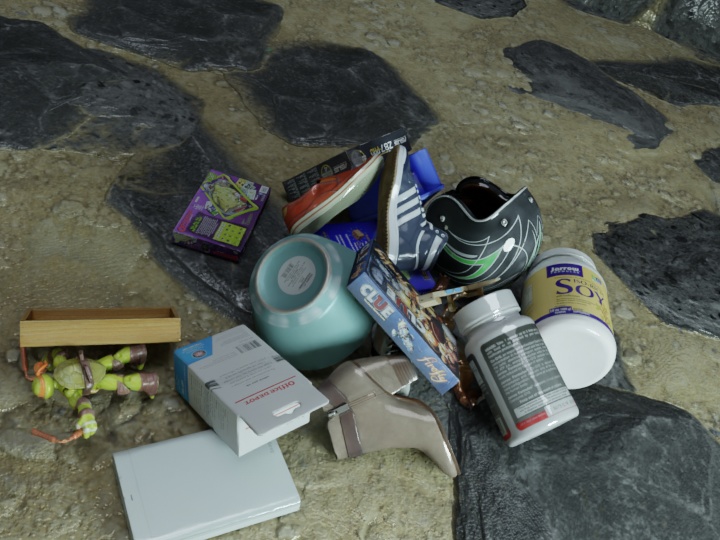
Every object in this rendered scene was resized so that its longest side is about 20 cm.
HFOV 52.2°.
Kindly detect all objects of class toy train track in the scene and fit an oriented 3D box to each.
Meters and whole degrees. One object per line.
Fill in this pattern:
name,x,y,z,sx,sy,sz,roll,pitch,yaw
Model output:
toy train track,0.137,0.042,1.063,0.199,0.113,0.033,-5,80,-61

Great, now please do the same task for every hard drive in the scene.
hard drive,-0.186,0.256,0.890,0.197,0.027,0.133,-9,47,-27

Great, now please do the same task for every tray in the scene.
tray,-0.348,0.075,0.992,0.196,0.038,0.098,1,6,-20

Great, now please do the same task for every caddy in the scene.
caddy,0.056,-0.135,1.305,0.140,0.198,0.107,-29,99,-39

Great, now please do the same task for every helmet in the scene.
helmet,0.213,-0.060,1.256,0.188,0.203,0.200,24,39,22

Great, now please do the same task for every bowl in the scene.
bowl,-0.081,0.029,1.050,0.197,0.105,0.205,-8,62,16

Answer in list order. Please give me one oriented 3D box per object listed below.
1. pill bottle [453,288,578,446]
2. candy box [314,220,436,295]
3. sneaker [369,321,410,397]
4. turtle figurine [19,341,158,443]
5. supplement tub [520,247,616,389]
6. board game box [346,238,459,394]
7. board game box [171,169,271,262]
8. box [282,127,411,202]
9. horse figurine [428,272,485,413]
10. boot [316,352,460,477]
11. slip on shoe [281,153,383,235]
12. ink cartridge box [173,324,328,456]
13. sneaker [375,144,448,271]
pill bottle,0.220,0.137,1.059,0.112,0.114,0.203,-12,69,-31
candy box,0.000,0.000,1.211,0.196,0.078,0.171,-3,45,-25
sneaker,0.045,0.121,1.088,0.072,0.081,0.202,12,42,-9
turtle figurine,-0.350,0.130,0.938,0.159,0.065,0.200,-7,33,-37
supplement tub,0.333,0.073,1.195,0.143,0.147,0.202,15,40,-2
board game box,0.064,0.061,1.027,0.200,0.034,0.136,49,18,-13
board game box,-0.237,-0.099,1.275,0.118,0.033,0.202,20,39,-4
box,-0.026,-0.190,1.339,0.160,0.198,0.050,-26,97,-41
horse figurine,0.154,0.107,1.146,0.131,0.050,0.201,-30,74,-21
boot,0.030,0.211,0.979,0.144,0.070,0.203,-25,83,-11
slip on shoe,-0.043,-0.129,1.180,0.199,0.074,0.061,-38,75,-11
ink cartridge box,-0.143,0.160,0.947,0.115,0.068,0.199,-18,38,-37
sneaker,0.086,-0.096,1.184,0.106,0.070,0.205,8,81,-17
